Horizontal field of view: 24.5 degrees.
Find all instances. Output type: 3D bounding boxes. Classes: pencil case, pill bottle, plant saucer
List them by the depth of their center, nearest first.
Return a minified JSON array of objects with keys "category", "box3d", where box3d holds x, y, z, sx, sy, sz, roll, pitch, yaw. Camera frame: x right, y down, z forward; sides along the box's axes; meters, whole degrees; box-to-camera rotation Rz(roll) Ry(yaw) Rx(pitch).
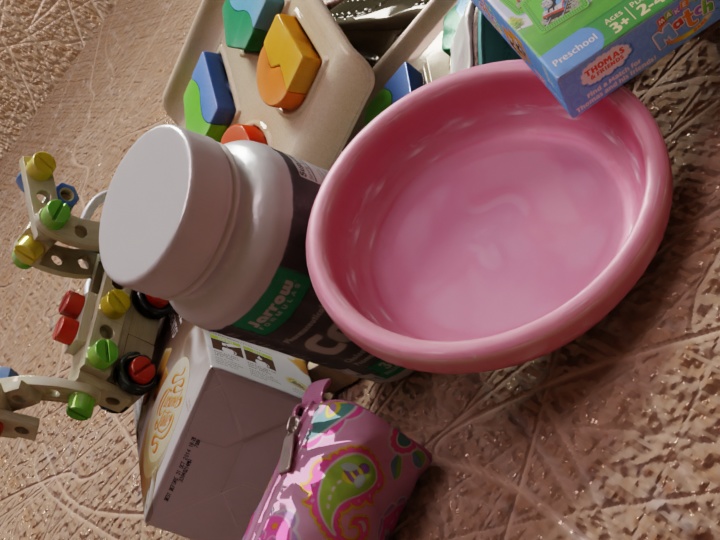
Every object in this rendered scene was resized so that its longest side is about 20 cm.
[{"category":"pencil case","box3d":[-0.036,0.161,0.880,0.087,0.087,0.201,-19,40,58]},{"category":"plant saucer","box3d":[0.071,-0.024,0.888,0.200,0.051,0.201,-14,49,16]},{"category":"pill bottle","box3d":[-0.047,-0.010,0.982,0.113,0.199,0.114,-26,55,44]}]

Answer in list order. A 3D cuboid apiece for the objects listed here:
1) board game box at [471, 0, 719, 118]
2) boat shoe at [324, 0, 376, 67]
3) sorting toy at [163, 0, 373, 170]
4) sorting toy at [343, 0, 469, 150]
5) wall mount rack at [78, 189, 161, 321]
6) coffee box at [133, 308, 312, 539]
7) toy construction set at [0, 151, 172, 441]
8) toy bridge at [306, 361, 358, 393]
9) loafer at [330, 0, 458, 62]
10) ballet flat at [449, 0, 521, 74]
[{"category":"board game box","box3d":[0.129,-0.192,0.934,0.151,0.037,0.200,-34,47,1]},{"category":"boat shoe","box3d":[0.034,-0.223,1.367,0.202,0.075,0.075,-18,29,29]},{"category":"sorting toy","box3d":[-0.079,-0.131,1.207,0.200,0.036,0.186,56,131,38]},{"category":"sorting toy","box3d":[0.066,-0.115,1.098,0.185,0.036,0.200,-49,37,14]},{"category":"wall mount rack","box3d":[-0.158,0.042,1.265,0.074,0.200,0.174,11,54,34]},{"category":"coffee box","box3d":[-0.094,0.087,1.107,0.115,0.079,0.200,-64,17,14]},{"category":"toy construction set","box3d":[-0.201,0.029,1.129,0.092,0.131,0.201,-24,45,57]},{"category":"toy bridge","box3d":[0.000,0.000,1.150,0.067,0.027,0.201,-33,29,48]},{"category":"loafer","box3d":[0.037,-0.181,1.259,0.076,0.068,0.200,-38,24,-26]},{"category":"ballet flat","box3d":[0.076,-0.072,1.000,0.069,0.069,0.201,-24,57,54]}]
